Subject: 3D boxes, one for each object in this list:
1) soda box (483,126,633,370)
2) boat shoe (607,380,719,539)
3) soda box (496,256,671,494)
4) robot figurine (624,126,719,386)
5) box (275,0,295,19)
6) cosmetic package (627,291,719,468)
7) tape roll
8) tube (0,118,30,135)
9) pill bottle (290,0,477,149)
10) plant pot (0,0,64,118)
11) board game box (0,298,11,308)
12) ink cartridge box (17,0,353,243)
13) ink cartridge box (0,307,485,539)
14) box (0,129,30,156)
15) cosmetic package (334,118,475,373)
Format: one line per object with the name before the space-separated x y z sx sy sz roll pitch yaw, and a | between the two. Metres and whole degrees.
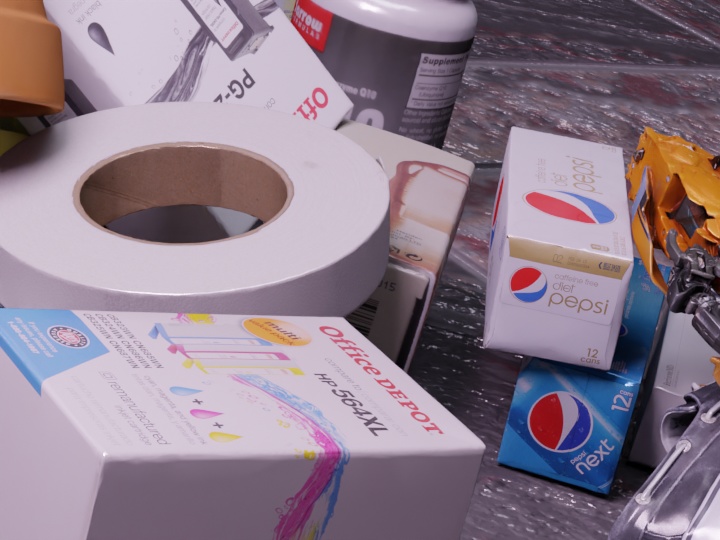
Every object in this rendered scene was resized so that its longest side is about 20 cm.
soda box | 0.105 -0.016 1.309 0.068 0.064 0.200 11 20 0
boat shoe | 0.185 0.084 1.234 0.068 0.072 0.200 23 48 19
soda box | 0.125 0.048 1.341 0.064 0.068 0.200 16 20 7
robot figurine | 0.204 0.004 1.216 0.145 0.058 0.200 9 34 -17
box | -0.096 -0.222 1.707 0.122 0.193 0.200 0 26 -36
cosmetic package | 0.204 0.062 1.389 0.082 0.051 0.200 16 20 5
tape roll | -0.084 -0.024 1.185 0.202 0.037 0.203 1 29 -1
tube | -0.200 -0.089 1.383 0.200 0.058 0.052 34 -24 -27
pill bottle | 0.007 -0.127 1.522 0.114 0.201 0.114 13 20 -5
plant pot | -0.241 -0.151 1.194 0.199 0.141 0.200 2 0 0
board game box | -0.165 0.037 1.178 0.165 0.057 0.200 6 21 -30
ink cartridge box | -0.115 -0.116 1.354 0.200 0.083 0.145 51 46 -14
ink cartridge box | -0.055 0.097 1.000 0.199 0.126 0.129 1 25 -33
box | -0.241 -0.055 1.270 0.075 0.050 0.200 3 -1 15
cosmetic package | 0.000 0.000 1.330 0.087 0.104 0.200 18 22 2
